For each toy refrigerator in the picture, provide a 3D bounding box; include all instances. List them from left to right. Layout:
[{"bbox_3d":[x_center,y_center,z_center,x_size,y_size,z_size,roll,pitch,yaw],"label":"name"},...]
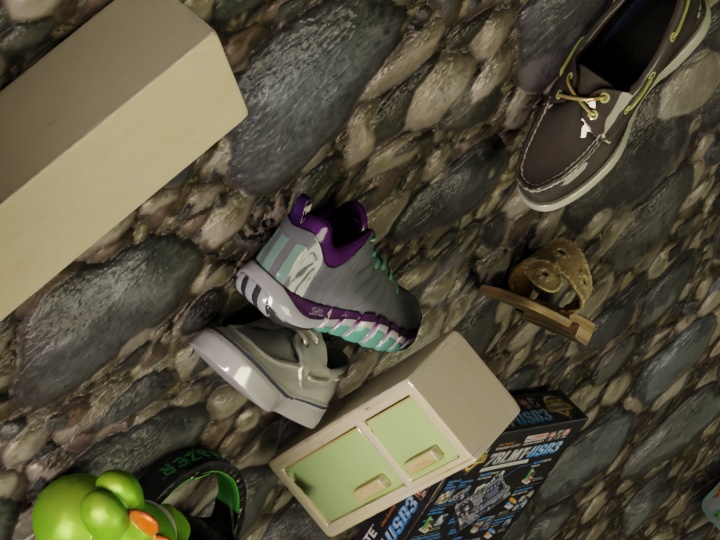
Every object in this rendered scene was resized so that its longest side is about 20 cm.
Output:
[{"bbox_3d":[-0.163,-0.062,1.193,0.200,0.070,0.076,-41,147,-13],"label":"toy refrigerator"},{"bbox_3d":[0.020,0.123,1.620,0.070,0.076,0.200,-43,-174,-39],"label":"toy refrigerator"}]

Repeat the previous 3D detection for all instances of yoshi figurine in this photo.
[{"bbox_3d":[-0.162,0.204,1.512,0.111,0.113,0.201,-14,130,3],"label":"yoshi figurine"}]

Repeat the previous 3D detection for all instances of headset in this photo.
[{"bbox_3d":[-0.133,0.228,1.620,0.123,0.094,0.201,-15,129,-48],"label":"headset"}]

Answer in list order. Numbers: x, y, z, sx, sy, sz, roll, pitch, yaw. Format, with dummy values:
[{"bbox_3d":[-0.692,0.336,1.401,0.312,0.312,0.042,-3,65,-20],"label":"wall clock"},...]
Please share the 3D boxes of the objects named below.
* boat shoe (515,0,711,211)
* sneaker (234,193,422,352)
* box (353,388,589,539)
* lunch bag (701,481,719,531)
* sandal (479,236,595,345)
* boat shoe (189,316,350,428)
[{"bbox_3d":[0.174,-0.135,1.609,0.202,0.072,0.061,-53,151,-4],"label":"boat shoe"},{"bbox_3d":[0.000,0.000,1.529,0.088,0.074,0.200,-58,152,12],"label":"sneaker"},{"bbox_3d":[0.089,0.199,1.976,0.199,0.050,0.199,-5,132,-54],"label":"box"},{"bbox_3d":[0.492,0.256,2.601,0.171,0.122,0.200,-49,160,6],"label":"lunch bag"},{"bbox_3d":[0.154,0.007,1.799,0.070,0.077,0.212,-67,160,-3],"label":"sandal"},{"bbox_3d":[-0.054,0.060,1.532,0.066,0.072,0.200,-52,155,1],"label":"boat shoe"}]
